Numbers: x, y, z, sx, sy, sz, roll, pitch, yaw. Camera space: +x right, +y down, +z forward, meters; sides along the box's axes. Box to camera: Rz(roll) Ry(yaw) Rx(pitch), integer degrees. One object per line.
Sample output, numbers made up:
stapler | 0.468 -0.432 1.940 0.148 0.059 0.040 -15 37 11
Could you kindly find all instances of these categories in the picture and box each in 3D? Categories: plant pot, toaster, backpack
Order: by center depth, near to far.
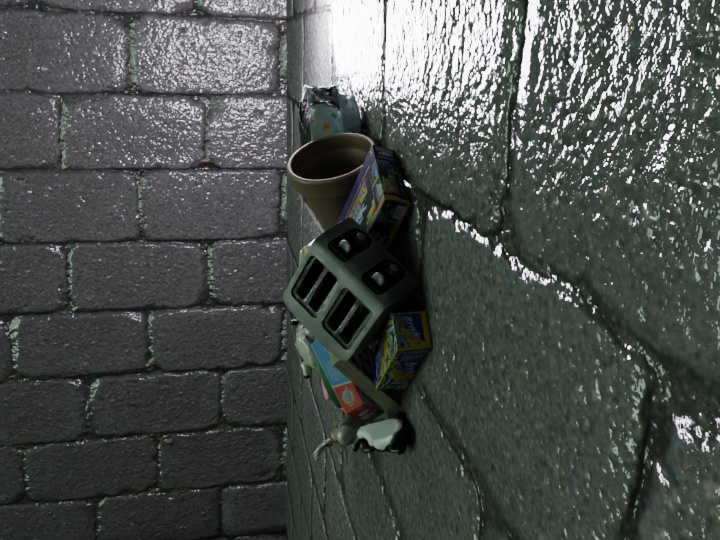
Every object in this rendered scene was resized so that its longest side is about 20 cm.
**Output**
toaster | -0.025 0.039 1.279 0.181 0.118 0.201 44 126 13
plant pot | -0.045 -0.171 1.541 0.201 0.197 0.177 -107 3 -53
backpack | -0.073 -0.315 1.677 0.202 0.150 0.178 -90 5 -45

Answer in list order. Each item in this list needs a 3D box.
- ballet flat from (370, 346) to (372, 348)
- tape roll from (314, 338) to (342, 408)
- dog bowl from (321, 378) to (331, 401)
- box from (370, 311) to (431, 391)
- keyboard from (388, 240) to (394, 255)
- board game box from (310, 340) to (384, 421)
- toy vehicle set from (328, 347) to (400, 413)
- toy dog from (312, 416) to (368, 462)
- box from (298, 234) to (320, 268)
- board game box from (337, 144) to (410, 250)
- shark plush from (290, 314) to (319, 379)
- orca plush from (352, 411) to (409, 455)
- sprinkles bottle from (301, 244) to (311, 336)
ballet flat | -0.002 0.170 1.641 0.201 0.069 0.072 -103 16 -52
tape roll | -0.051 0.221 1.696 0.200 0.047 0.204 -17 -89 -79
dog bowl | -0.060 0.257 1.899 0.200 0.072 0.204 178 90 -78
box | 0.068 0.146 1.265 0.201 0.063 0.071 110 155 -60
keyboard | 0.047 -0.082 1.451 0.127 0.020 0.204 -132 43 -73
board game box | -0.022 0.218 1.429 0.154 0.040 0.200 61 -176 21
toy vehicle set | 0.001 0.179 1.384 0.200 0.026 0.125 46 -164 -39
toy dog | -0.014 0.381 1.620 0.132 0.096 0.200 -47 -4 20
box | -0.081 0.035 1.770 0.097 0.123 0.202 -44 -29 -45
board game box | 0.020 -0.107 1.365 0.167 0.056 0.202 -103 30 -45
shark plush | -0.125 0.179 1.772 0.201 0.083 0.091 53 126 17
orca plush | 0.046 0.337 1.380 0.071 0.105 0.199 51 141 -6
sprinkles bottle | -0.097 0.045 1.625 0.068 0.067 0.204 127 142 -72
